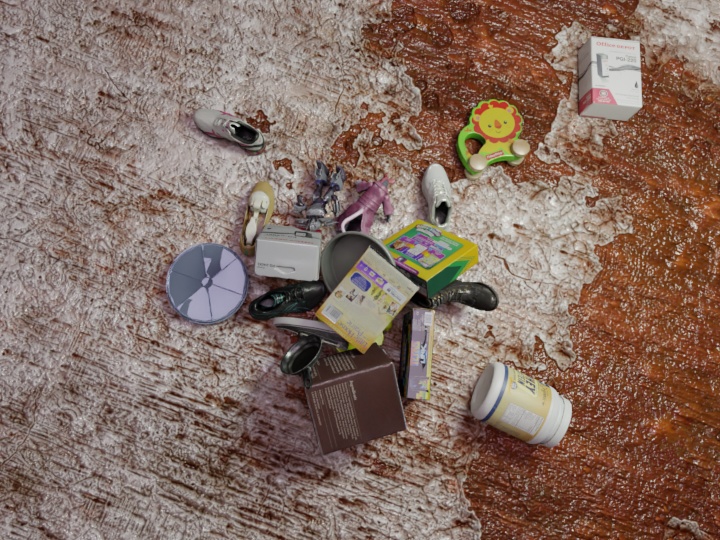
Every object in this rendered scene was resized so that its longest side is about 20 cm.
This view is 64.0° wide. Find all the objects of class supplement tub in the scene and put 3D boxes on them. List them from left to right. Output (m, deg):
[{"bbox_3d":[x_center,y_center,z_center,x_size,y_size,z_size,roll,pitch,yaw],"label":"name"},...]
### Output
[{"bbox_3d":[0.377,0.319,1.360,0.199,0.144,0.145,25,78,0],"label":"supplement tub"}]

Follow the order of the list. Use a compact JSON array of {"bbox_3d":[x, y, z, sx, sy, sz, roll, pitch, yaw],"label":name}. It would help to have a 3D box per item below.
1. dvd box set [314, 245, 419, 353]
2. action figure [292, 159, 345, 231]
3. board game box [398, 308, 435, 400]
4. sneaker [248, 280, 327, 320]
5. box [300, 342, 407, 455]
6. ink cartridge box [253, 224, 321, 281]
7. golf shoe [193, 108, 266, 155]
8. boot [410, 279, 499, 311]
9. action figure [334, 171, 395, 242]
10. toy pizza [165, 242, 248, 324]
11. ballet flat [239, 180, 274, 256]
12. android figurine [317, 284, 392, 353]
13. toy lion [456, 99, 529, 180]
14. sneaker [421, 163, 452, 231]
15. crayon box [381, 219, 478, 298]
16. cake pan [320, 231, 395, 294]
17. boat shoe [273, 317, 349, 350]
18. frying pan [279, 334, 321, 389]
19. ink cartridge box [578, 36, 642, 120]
[{"bbox_3d":[0.014,0.067,1.289,0.146,0.029,0.200,38,102,-3],"label":"dvd box set"},{"bbox_3d":[-0.100,-0.177,1.432,0.129,0.070,0.201,7,58,14],"label":"action figure"},{"bbox_3d":[0.128,0.198,1.351,0.056,0.165,0.201,6,78,-4],"label":"board game box"},{"bbox_3d":[-0.173,0.072,1.394,0.199,0.079,0.076,-20,81,-10],"label":"sneaker"},{"bbox_3d":[-0.022,0.283,1.301,0.199,0.166,0.165,-14,100,-8],"label":"box"},{"bbox_3d":[-0.165,-0.046,1.349,0.144,0.200,0.084,6,104,-5],"label":"ink cartridge box"},{"bbox_3d":[-0.333,-0.366,1.459,0.199,0.092,0.073,23,79,1],"label":"golf shoe"},{"bbox_3d":[0.208,0.065,1.363,0.199,0.174,0.070,20,112,33],"label":"boot"},{"bbox_3d":[0.012,-0.167,1.429,0.134,0.149,0.201,35,92,9],"label":"action figure"},{"bbox_3d":[-0.372,0.032,1.407,0.199,0.032,0.202,1,78,-4],"label":"toy pizza"},{"bbox_3d":[-0.256,-0.135,1.434,0.068,0.063,0.201,9,78,-3],"label":"ballet flat"},{"bbox_3d":[-0.012,0.129,1.415,0.181,0.041,0.201,-11,80,-7],"label":"android figurine"},{"bbox_3d":[0.345,-0.361,1.538,0.199,0.069,0.193,-20,74,-8],"label":"toy lion"},{"bbox_3d":[0.205,-0.184,1.466,0.077,0.099,0.201,-4,79,-6],"label":"sneaker"},{"bbox_3d":[0.150,-0.034,1.375,0.172,0.059,0.200,-32,40,-27],"label":"crayon box"},{"bbox_3d":[0.000,0.000,1.350,0.200,0.200,0.037,46,34,5],"label":"cake pan"},{"bbox_3d":[-0.120,0.150,1.367,0.199,0.071,0.064,7,84,20],"label":"boat shoe"},{"bbox_3d":[-0.111,0.197,1.264,0.115,0.190,0.031,-47,119,-18],"label":"frying pan"},{"bbox_3d":[0.686,-0.529,1.586,0.145,0.085,0.201,4,77,-4],"label":"ink cartridge box"}]
